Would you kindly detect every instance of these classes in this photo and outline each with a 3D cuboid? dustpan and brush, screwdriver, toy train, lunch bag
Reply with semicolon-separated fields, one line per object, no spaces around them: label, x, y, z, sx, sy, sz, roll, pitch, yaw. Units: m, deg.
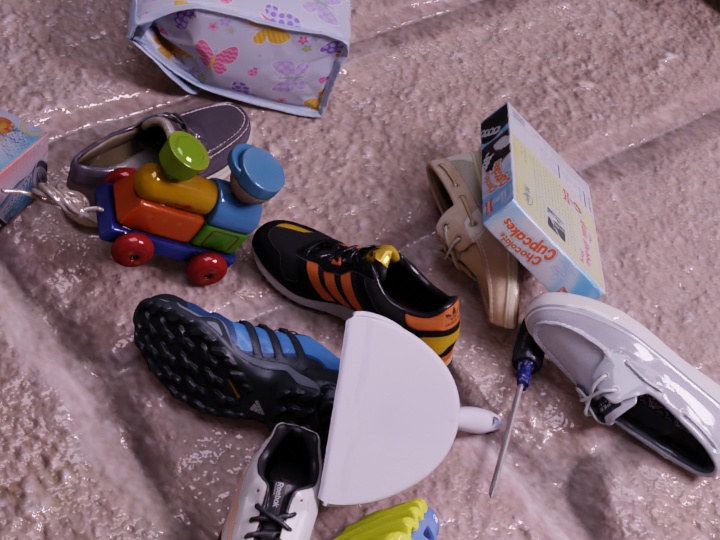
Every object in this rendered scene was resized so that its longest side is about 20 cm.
dustpan and brush;0.045;0.108;1.072;0.200;0.140;0.057;11;-3;-35
screwdriver;0.129;0.105;1.152;0.029;0.028;0.200;9;43;6
toy train;-0.166;-0.067;1.138;0.200;0.116;0.085;16;46;-36
lunch bag;-0.117;-0.251;1.364;0.200;0.127;0.170;12;47;-16

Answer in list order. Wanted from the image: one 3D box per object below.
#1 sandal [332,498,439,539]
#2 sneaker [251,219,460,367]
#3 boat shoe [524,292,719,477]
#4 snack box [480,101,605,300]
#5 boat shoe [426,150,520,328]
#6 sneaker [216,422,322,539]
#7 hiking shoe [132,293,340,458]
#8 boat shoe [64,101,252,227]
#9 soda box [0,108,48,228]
sandal;0.009;0.235;0.982;0.087;0.079;0.200;53;38;-14
sneaker;0.000;0.000;1.177;0.200;0.090;0.070;35;49;18
boat shoe;0.213;0.092;1.148;0.201;0.070;0.072;33;49;3
snack box;0.153;-0.057;1.235;0.116;0.037;0.200;43;24;-18
boat shoe;0.097;-0.027;1.247;0.065;0.072;0.200;-5;47;-4
sneaker;-0.071;0.190;0.990;0.074;0.080;0.200;14;47;-3
hiking shoe;-0.082;0.075;1.113;0.200;0.074;0.087;29;28;10
boat shoe;-0.170;-0.104;1.250;0.200;0.065;0.072;-29;60;-34
soda box;-0.335;-0.049;1.154;0.064;0.068;0.200;29;48;13
